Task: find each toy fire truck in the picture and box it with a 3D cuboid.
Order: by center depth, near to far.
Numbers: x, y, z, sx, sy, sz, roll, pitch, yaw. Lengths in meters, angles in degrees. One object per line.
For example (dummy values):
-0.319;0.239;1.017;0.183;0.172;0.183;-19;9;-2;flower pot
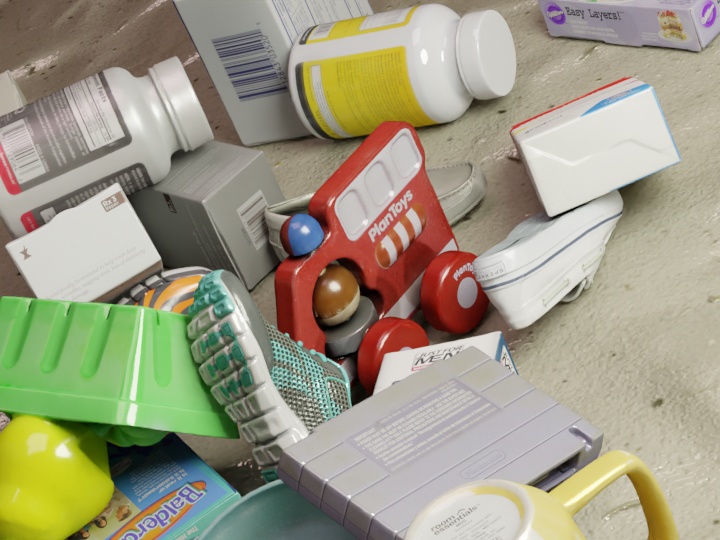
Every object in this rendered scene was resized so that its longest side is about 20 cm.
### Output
0.000;0.000;1.589;0.112;0.168;0.200;10;46;45;toy fire truck

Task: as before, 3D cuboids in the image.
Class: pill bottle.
-0.236;-0.112;1.782;0.199;0.111;0.111;-24;31;-4;pill bottle
0.040;-0.189;1.897;0.199;0.112;0.112;-6;36;30;pill bottle

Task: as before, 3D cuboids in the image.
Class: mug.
0.097;0.198;1.236;0.149;0.153;0.187;-7;36;30;mug

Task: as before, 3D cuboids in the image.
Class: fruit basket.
-0.212;0.125;1.539;0.215;0.155;0.216;-8;77;37;fruit basket

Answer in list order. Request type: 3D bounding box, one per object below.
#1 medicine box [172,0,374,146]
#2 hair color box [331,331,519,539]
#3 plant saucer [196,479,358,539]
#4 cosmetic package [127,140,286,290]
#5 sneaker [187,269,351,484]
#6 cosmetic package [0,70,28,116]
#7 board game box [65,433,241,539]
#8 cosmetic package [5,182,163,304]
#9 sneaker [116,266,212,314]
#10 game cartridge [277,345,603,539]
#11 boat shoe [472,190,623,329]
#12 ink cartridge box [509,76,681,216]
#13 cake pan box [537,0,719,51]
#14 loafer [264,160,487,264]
-0.080;-0.258;2.020;0.103;0.182;0.200;-9;35;26;medicine box
0.053;0.136;1.451;0.100;0.061;0.200;-12;34;22;hair color box
-0.036;0.235;1.338;0.199;0.036;0.201;-12;60;21;plant saucer
-0.155;-0.061;1.857;0.200;0.107;0.090;11;46;48;cosmetic package
-0.055;0.083;1.505;0.091;0.200;0.077;-33;10;-37;sneaker
-0.310;-0.077;1.903;0.071;0.200;0.105;-28;30;-3;cosmetic package
-0.189;0.190;1.565;0.152;0.045;0.200;-34;31;-14;board game box
-0.237;-0.005;1.766;0.113;0.081;0.200;-30;-2;-5;cosmetic package
-0.188;0.083;1.712;0.200;0.078;0.112;-35;39;-3;sneaker
0.054;0.124;1.353;0.129;0.038;0.200;30;38;33;game cartridge
0.152;-0.007;1.589;0.073;0.067;0.200;-15;9;41;boat shoe
0.190;-0.106;1.666;0.116;0.067;0.200;-23;6;5;ink cartridge box
0.292;-0.285;1.913;0.184;0.052;0.200;-42;34;-28;cake pan box
0.012;-0.057;1.760;0.199;0.070;0.070;-20;31;11;loafer
